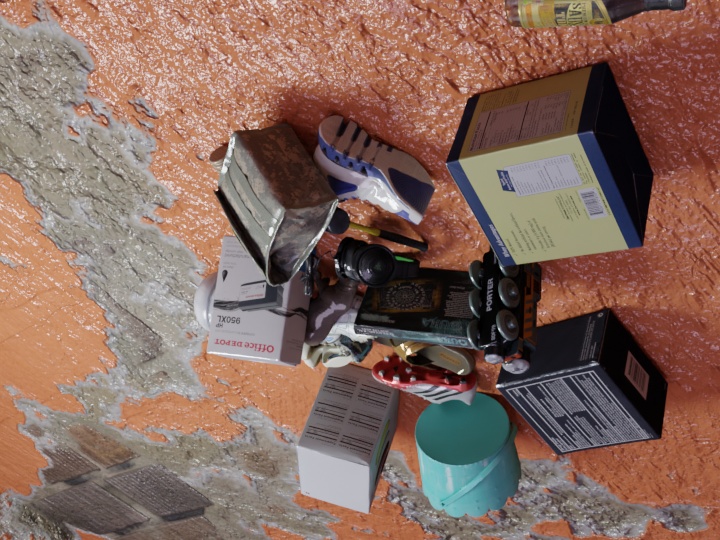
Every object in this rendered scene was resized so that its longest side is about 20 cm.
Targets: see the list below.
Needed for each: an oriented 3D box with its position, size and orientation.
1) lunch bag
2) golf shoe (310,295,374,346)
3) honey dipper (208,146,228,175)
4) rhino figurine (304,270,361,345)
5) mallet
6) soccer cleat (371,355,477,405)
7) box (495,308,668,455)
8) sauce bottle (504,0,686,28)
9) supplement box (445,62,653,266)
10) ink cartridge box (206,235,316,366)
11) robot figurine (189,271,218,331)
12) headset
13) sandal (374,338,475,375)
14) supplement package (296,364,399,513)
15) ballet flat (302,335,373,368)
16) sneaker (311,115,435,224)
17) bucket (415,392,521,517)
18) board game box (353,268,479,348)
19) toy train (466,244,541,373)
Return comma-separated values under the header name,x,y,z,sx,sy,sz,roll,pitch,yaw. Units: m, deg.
name,x,y,z,sx,sy,sz,roll,pitch,yaw
lunch bag,-0.139,-0.091,1.443,0.165,0.117,0.201,57,143,25
golf shoe,-0.021,0.072,1.679,0.199,0.079,0.098,-15,121,35
honey dipper,-0.181,-0.117,1.566,0.038,0.038,0.201,-3,138,29
rhino figurine,-0.050,0.045,1.629,0.059,0.088,0.200,9,128,-49
mallet,0.024,-0.058,1.475,0.198,0.042,0.066,16,-175,-22
soccer cleat,0.117,0.207,1.773,0.198,0.069,0.086,4,134,15
box,0.363,0.186,1.578,0.197,0.124,0.200,-20,124,40
sauce bottle,0.265,-0.311,1.090,0.198,0.066,0.066,3,138,25
supplement box,0.250,-0.130,1.253,0.198,0.135,0.201,-8,133,33
ink cartridge box,-0.165,0.051,1.608,0.143,0.202,0.084,4,172,23
robot figurine,-0.214,0.063,1.728,0.198,0.113,0.171,9,112,17
headset,0.000,0.000,1.504,0.198,0.095,0.123,5,-174,-35
sandal,0.106,0.143,1.707,0.198,0.054,0.081,23,142,10
supplement package,-0.021,0.323,1.867,0.146,0.201,0.192,14,142,11
ballet flat,-0.069,0.148,1.785,0.199,0.075,0.074,-9,133,39
sneaker,0.007,-0.135,1.424,0.199,0.081,0.115,35,145,-5
bucket,0.197,0.334,1.779,0.205,0.208,0.136,4,132,22
board game box,0.100,0.055,1.545,0.198,0.136,0.028,6,140,21
toy train,0.222,0.056,1.446,0.113,0.202,0.085,30,142,-34
